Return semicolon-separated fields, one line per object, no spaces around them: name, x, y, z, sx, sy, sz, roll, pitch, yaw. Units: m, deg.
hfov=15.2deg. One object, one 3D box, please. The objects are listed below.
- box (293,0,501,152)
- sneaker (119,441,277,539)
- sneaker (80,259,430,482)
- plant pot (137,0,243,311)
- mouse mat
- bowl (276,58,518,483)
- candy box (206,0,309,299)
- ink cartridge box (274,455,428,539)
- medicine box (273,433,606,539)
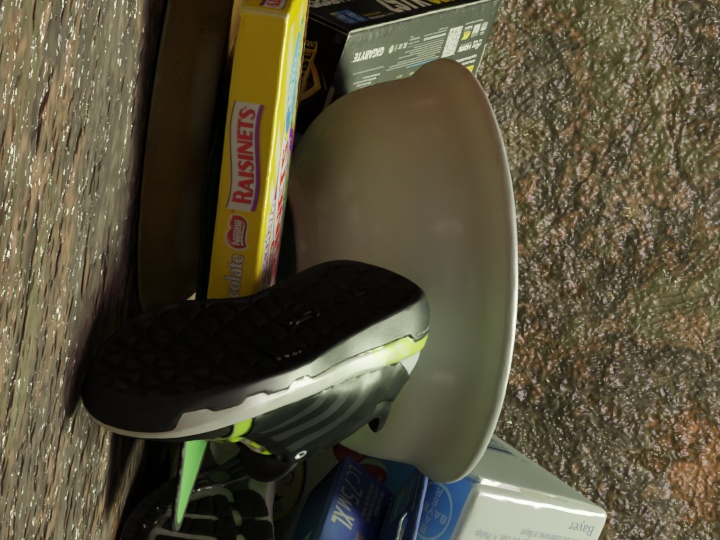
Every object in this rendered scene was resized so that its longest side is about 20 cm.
box;-0.005;-0.073;1.432;0.200;0.049;0.161;-23;137;-61
sneaker;-0.078;0.136;1.317;0.200;0.073;0.081;-68;175;-59
sneaker;-0.037;0.056;1.120;0.199;0.071;0.083;-15;124;-49
plant pot;-0.070;-0.077;1.233;0.200;0.027;0.202;9;90;-87
mouse mat;-0.065;0.000;1.238;0.161;0.007;0.201;-76;173;-66
bowl;0.000;0.000;1.277;0.201;0.090;0.203;180;-90;-72
candy box;-0.046;-0.036;1.178;0.102;0.026;0.201;-72;170;-64
ink cartridge box;-0.045;0.170;1.324;0.200;0.042;0.119;-44;-169;25
medicine box;0.005;0.170;1.426;0.182;0.103;0.201;32;-77;47
